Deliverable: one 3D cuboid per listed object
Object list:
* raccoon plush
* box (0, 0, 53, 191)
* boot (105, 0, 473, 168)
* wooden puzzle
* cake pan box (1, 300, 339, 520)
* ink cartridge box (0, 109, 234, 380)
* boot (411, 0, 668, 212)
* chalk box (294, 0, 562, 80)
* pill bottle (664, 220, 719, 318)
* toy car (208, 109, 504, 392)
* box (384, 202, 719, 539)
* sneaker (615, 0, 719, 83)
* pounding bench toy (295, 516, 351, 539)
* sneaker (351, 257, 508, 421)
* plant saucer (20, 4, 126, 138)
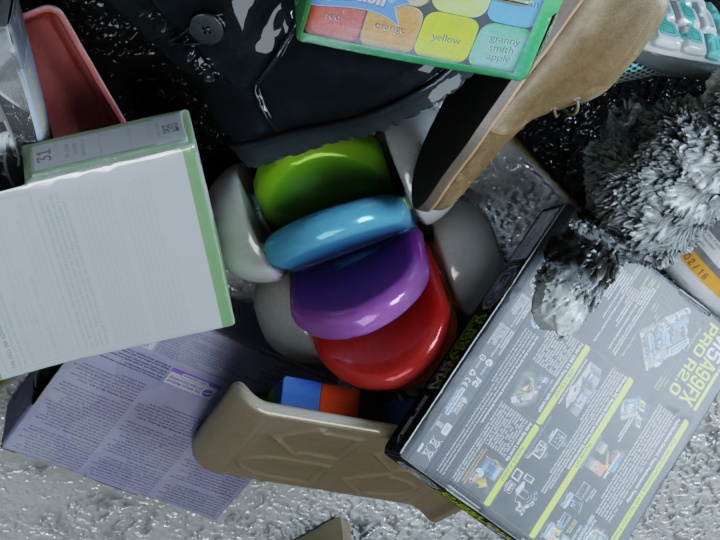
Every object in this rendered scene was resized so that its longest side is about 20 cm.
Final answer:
[{"bbox_3d":[0.198,-0.040,0.813,0.097,0.200,0.134,36,151,-20],"label":"raccoon plush"},{"bbox_3d":[-0.289,-0.081,0.833,0.200,0.048,0.159,-6,131,-3],"label":"box"},{"bbox_3d":[-0.044,-0.154,0.799,0.200,0.076,0.168,-16,128,34],"label":"boot"},{"bbox_3d":[-0.009,0.122,0.986,0.200,0.046,0.185,16,156,-11],"label":"wooden puzzle"},{"bbox_3d":[-0.147,0.093,1.047,0.200,0.052,0.184,23,122,-25],"label":"cake pan box"},{"bbox_3d":[-0.186,-0.007,0.846,0.200,0.048,0.146,-13,131,-6],"label":"ink cartridge box"},{"bbox_3d":[0.101,-0.103,0.807,0.075,0.074,0.200,24,121,-24],"label":"boot"},{"bbox_3d":[0.038,-0.179,0.681,0.124,0.200,0.124,10,133,-13],"label":"chalk box"},{"bbox_3d":[0.290,-0.066,0.920,0.116,0.116,0.200,32,121,-29],"label":"pill bottle"},{"bbox_3d":[0.000,0.000,0.917,0.175,0.150,0.200,-19,130,10],"label":"toy car"},{"bbox_3d":[0.135,0.082,0.906,0.160,0.044,0.200,36,79,-10],"label":"box"},{"bbox_3d":[0.134,-0.142,0.872,0.200,0.078,0.091,10,137,-5],"label":"sneaker"},{"bbox_3d":[0.006,0.294,1.188,0.200,0.124,0.156,-33,126,20],"label":"pounding bench toy"},{"bbox_3d":[0.058,0.089,1.023,0.075,0.116,0.200,19,125,-24],"label":"sneaker"},{"bbox_3d":[-0.240,-0.069,0.905,0.200,0.037,0.200,-19,130,8],"label":"plant saucer"}]
